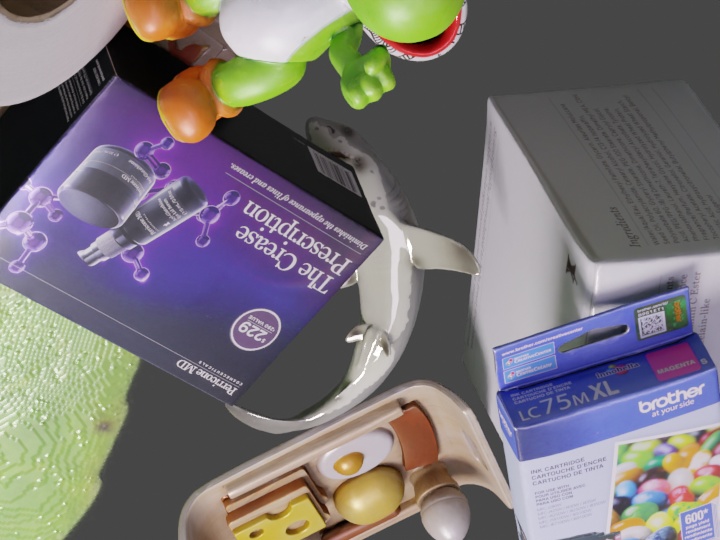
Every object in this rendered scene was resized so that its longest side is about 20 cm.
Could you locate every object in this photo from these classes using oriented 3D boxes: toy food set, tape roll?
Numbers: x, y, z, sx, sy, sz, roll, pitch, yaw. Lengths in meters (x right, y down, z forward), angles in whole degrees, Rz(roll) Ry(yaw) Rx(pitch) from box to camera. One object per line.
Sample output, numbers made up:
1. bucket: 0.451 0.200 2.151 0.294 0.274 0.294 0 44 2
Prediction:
1. toy food set: -0.007 0.156 1.590 0.199 0.061 0.144 -27 147 1
2. tape roll: -0.158 -0.177 1.242 0.203 0.037 0.203 -45 153 -30

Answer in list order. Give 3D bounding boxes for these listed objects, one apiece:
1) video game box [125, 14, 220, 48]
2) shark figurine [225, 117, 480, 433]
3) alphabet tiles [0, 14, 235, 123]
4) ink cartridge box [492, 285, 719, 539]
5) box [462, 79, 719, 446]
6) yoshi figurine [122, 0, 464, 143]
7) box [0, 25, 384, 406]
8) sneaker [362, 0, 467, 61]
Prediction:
1. video game box: -0.186 -0.193 1.352 0.181 0.047 0.201 -18 125 -3
2. shark figurine: 0.008 0.021 1.531 0.128 0.089 0.215 19 111 11
3. alphabet tiles: -0.133 -0.125 1.382 0.167 0.008 0.200 33 109 -33
4. ink cartridge box: 0.143 0.110 1.403 0.119 0.042 0.201 -16 126 -6
5. box: 0.154 0.021 1.495 0.130 0.200 0.200 -5 124 -14
6. yoshi figurine: -0.021 -0.135 1.262 0.199 0.112 0.112 -19 140 20
7. box: -0.109 -0.031 1.402 0.200 0.079 0.141 30 114 -34
8. sneaker: -0.002 -0.205 1.359 0.067 0.108 0.202 -28 125 3
